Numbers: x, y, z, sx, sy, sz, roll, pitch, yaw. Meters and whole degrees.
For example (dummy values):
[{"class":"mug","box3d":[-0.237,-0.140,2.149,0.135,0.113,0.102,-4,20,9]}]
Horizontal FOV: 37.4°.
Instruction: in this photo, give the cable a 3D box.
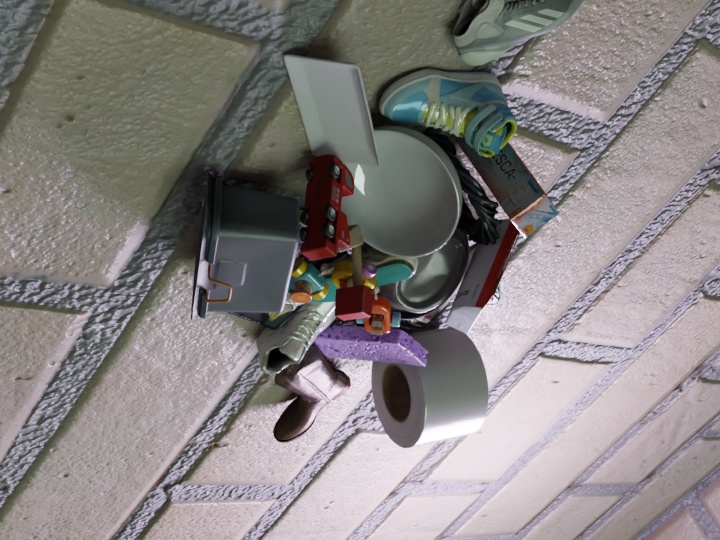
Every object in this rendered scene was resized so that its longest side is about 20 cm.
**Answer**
[{"class":"cable","box3d":[0.161,-0.112,1.600,0.051,0.163,0.201,-36,141,-9]}]

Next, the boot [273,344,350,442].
[{"class":"boot","box3d":[-0.117,0.219,1.891,0.186,0.064,0.200,-44,154,0]}]

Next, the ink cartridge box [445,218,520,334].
[{"class":"ink cartridge box","box3d":[0.193,-0.009,1.630,0.200,0.056,0.164,97,17,-68]}]

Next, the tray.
[{"class":"tray","box3d":[-0.032,-0.216,1.424,0.106,0.022,0.201,11,149,18]}]

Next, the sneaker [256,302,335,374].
[{"class":"sneaker","box3d":[-0.094,0.102,1.735,0.078,0.100,0.200,33,115,-20]}]

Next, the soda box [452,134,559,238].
[{"class":"soda box","box3d":[0.208,-0.146,1.557,0.063,0.201,0.068,-36,145,11]}]

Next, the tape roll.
[{"class":"tape roll","box3d":[0.124,0.214,1.951,0.138,0.204,0.204,-8,141,-27]}]

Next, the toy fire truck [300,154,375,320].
[{"class":"toy fire truck","box3d":[-0.028,-0.046,1.503,0.048,0.203,0.141,-9,154,29]}]

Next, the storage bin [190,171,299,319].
[{"class":"storage bin","box3d":[-0.160,-0.019,1.479,0.132,0.147,0.201,6,135,-10]}]

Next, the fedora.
[{"class":"fedora","box3d":[0.103,-0.009,1.677,0.199,0.090,0.178,-39,113,-9]}]

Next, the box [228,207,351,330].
[{"class":"box","box3d":[-0.121,-0.003,1.645,0.200,0.046,0.158,-42,143,18]}]

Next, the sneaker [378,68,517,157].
[{"class":"sneaker","box3d":[0.133,-0.213,1.483,0.198,0.131,0.080,-10,142,-23]}]

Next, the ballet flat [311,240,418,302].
[{"class":"ballet flat","box3d":[0.000,0.000,1.631,0.198,0.063,0.068,-13,137,23]}]

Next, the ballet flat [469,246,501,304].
[{"class":"ballet flat","box3d":[0.216,0.004,1.872,0.067,0.069,0.201,-14,143,-4]}]

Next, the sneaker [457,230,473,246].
[{"class":"sneaker","box3d":[0.111,-0.015,1.765,0.198,0.075,0.081,-28,145,-2]}]

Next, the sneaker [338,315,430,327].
[{"class":"sneaker","box3d":[0.033,0.067,1.819,0.198,0.074,0.088,15,128,-40]}]

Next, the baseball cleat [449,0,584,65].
[{"class":"baseball cleat","box3d":[0.212,-0.350,1.419,0.199,0.070,0.106,-34,145,7]}]

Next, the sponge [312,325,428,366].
[{"class":"sponge","box3d":[0.004,0.125,1.804,0.198,0.030,0.111,2,158,30]}]

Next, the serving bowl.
[{"class":"serving bowl","box3d":[0.060,-0.122,1.534,0.066,0.199,0.201,-50,170,-50]}]

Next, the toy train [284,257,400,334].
[{"class":"toy train","box3d":[-0.037,0.051,1.604,0.197,0.056,0.151,7,137,3]}]
